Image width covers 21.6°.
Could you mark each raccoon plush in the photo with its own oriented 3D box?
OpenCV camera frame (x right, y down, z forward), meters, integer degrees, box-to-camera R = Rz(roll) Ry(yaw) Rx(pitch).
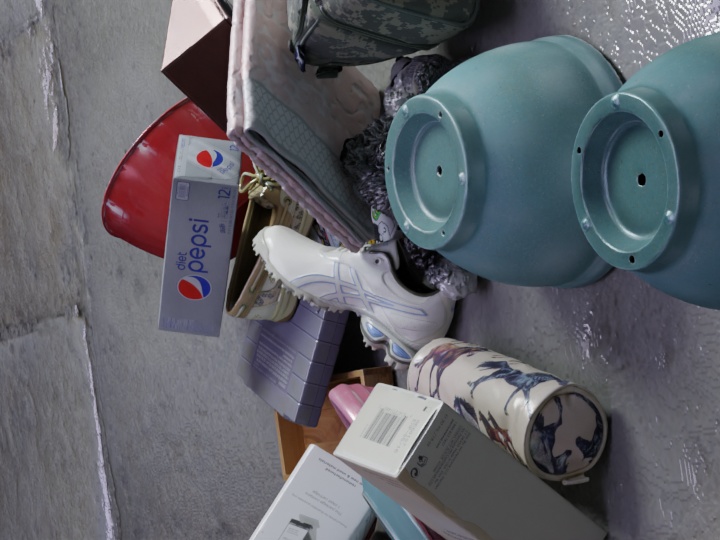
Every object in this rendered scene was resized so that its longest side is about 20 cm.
[{"bbox_3d":[0.078,-0.093,1.618,0.200,0.097,0.134,51,131,3],"label":"raccoon plush"}]

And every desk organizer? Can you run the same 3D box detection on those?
[{"bbox_3d":[-0.111,-0.173,1.715,0.077,0.200,0.072,-38,51,7],"label":"desk organizer"}]

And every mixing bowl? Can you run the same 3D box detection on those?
[{"bbox_3d":[-0.154,-0.077,1.920,0.108,0.200,0.200,43,136,19],"label":"mixing bowl"}]

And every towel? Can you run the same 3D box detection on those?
[{"bbox_3d":[-0.046,-0.141,1.649,0.032,0.200,0.191,-20,49,26],"label":"towel"}]

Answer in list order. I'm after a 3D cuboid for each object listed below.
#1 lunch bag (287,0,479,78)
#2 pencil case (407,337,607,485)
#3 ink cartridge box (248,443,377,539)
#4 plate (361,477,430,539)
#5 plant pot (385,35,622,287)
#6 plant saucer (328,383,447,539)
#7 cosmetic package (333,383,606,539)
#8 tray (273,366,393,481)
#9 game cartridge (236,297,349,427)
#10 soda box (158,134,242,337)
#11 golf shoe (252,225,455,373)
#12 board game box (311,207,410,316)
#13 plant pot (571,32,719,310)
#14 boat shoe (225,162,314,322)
[{"bbox_3d":[0.007,-0.274,1.586,0.168,0.139,0.200,-19,67,59],"label":"lunch bag"},{"bbox_3d":[0.119,0.116,1.552,0.200,0.078,0.090,19,127,59],"label":"pencil case"},{"bbox_3d":[-0.065,0.282,1.751,0.083,0.200,0.147,29,157,10],"label":"ink cartridge box"},{"bbox_3d":[0.049,0.241,1.632,0.200,0.026,0.200,55,174,8],"label":"plate"},{"bbox_3d":[0.104,-0.080,1.474,0.200,0.134,0.201,18,111,58],"label":"plant pot"},{"bbox_3d":[0.047,0.175,1.640,0.201,0.051,0.201,55,175,7],"label":"plant saucer"},{"bbox_3d":[0.087,0.176,1.496,0.073,0.200,0.103,-56,27,-13],"label":"cosmetic package"},{"bbox_3d":[-0.024,0.153,1.857,0.200,0.037,0.099,-16,81,60],"label":"tray"},{"bbox_3d":[-0.067,0.072,1.866,0.200,0.038,0.130,-150,70,-67],"label":"game cartridge"},{"bbox_3d":[-0.155,-0.031,1.813,0.068,0.063,0.200,-89,8,-47],"label":"soda box"},{"bbox_3d":[0.000,0.000,1.701,0.200,0.078,0.097,33,115,10],"label":"golf shoe"},{"bbox_3d":[-0.009,-0.072,1.789,0.200,0.035,0.126,61,143,35],"label":"board game box"},{"bbox_3d":[0.227,-0.064,1.267,0.200,0.134,0.201,16,108,59],"label":"plant pot"},{"bbox_3d":[-0.086,-0.048,1.822,0.073,0.063,0.200,21,106,61],"label":"boat shoe"}]
